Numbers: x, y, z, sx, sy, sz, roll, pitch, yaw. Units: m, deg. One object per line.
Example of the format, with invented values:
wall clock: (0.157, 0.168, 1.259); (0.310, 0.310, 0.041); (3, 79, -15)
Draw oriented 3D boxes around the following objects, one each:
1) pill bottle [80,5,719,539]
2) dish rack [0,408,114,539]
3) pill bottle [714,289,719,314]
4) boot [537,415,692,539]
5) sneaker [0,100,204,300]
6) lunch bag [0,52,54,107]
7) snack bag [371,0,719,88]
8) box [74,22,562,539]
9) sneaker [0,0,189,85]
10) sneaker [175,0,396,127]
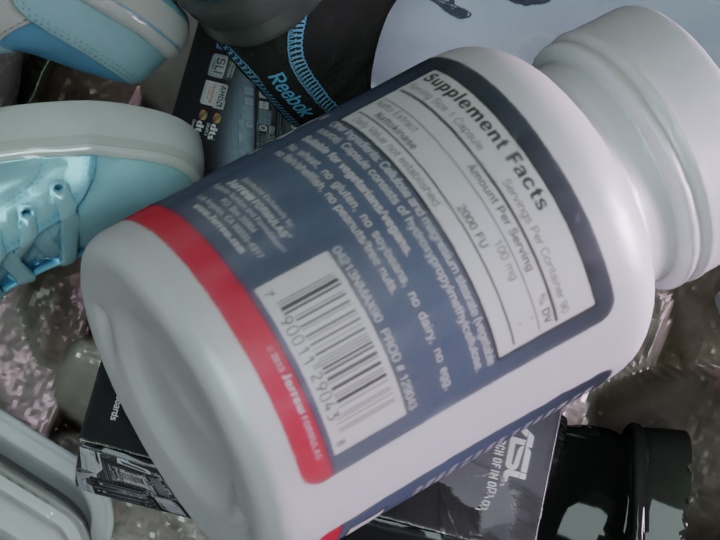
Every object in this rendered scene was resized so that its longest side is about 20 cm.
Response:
pill bottle: (0.024, -0.001, 0.869); (0.200, 0.120, 0.120); (-28, 92, -19)
dish rack: (-0.204, 0.101, 0.963); (0.200, 0.044, 0.172); (34, 105, -21)
pill bottle: (0.231, -0.018, 0.968); (0.200, 0.116, 0.116); (-40, 92, -1)
boot: (0.029, 0.142, 0.986); (0.157, 0.079, 0.212); (8, 77, -4)
sneaker: (-0.144, 0.003, 0.894); (0.199, 0.074, 0.082); (-12, 68, -4)
lunch bag: (-0.169, -0.126, 0.953); (0.167, 0.139, 0.200); (23, 94, -18)
snack bag: (0.069, -0.117, 0.979); (0.188, 0.021, 0.200); (29, 68, -3)
box: (0.000, 0.000, 0.960); (0.157, 0.050, 0.201); (15, 64, -1)
sneaker: (-0.162, -0.072, 0.858); (0.200, 0.080, 0.131); (24, 94, -19)
sneaker: (-0.011, -0.137, 0.927); (0.073, 0.082, 0.200); (-4, 49, 30)
